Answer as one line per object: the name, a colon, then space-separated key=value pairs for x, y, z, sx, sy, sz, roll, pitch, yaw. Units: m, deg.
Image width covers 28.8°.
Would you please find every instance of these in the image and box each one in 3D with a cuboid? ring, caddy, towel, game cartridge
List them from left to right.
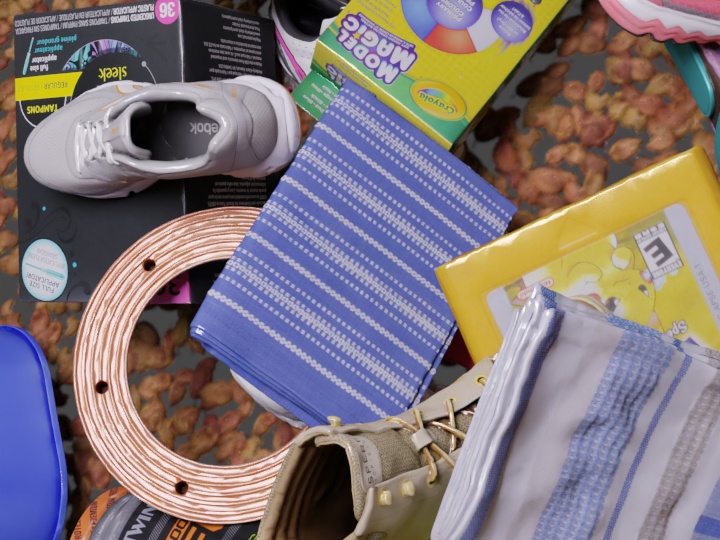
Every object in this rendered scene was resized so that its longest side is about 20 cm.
caddy: x=-0.277 y=0.136 z=1.027 sx=0.141 sy=0.104 sz=0.202 roll=-34 pitch=61 yaw=36
ring: x=-0.082 y=0.057 z=0.878 sx=0.198 sy=0.019 sz=0.203 roll=-1 pitch=74 yaw=5
towel: x=0.000 y=0.000 z=0.857 sx=0.201 sy=0.144 sz=0.024 roll=-59 pitch=12 yaw=-24
towel: x=0.142 y=0.103 z=0.746 sx=0.024 sy=0.198 sz=0.148 roll=34 pitch=103 yaw=63
game cartridge: x=0.161 y=0.054 z=0.823 sx=0.175 sy=0.032 sz=0.202 roll=-25 pitch=83 yaw=13

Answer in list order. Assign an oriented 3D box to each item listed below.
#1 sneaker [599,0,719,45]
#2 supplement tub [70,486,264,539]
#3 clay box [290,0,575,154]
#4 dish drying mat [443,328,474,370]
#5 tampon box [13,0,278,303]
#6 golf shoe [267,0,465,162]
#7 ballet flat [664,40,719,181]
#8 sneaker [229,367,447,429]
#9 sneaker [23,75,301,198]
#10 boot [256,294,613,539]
sneaker: x=0.244 y=-0.172 z=0.837 sx=0.198 sy=0.087 sz=0.074 roll=9 pitch=50 yaw=-10
supplement tub: x=-0.083 y=0.203 z=0.886 sx=0.198 sy=0.122 sz=0.124 roll=7 pitch=74 yaw=29
clay box: x=0.054 y=-0.160 z=0.943 sx=0.114 sy=0.048 sz=0.201 roll=37 pitch=69 yaw=4
dish drying mat: x=0.138 y=0.053 z=0.891 sx=0.199 sy=0.018 sz=0.077 roll=24 pitch=86 yaw=32
tampon box: x=-0.149 y=-0.079 z=0.994 sx=0.148 sy=0.126 sz=0.203 roll=-1 pitch=92 yaw=28
golf shoe: x=-0.003 y=-0.135 z=0.990 sx=0.072 sy=0.093 sz=0.200 roll=-36 pitch=57 yaw=-18
ballet flat: x=0.244 y=-0.099 z=0.875 sx=0.070 sy=0.069 sz=0.202 roll=-13 pitch=63 yaw=1
sneaker: x=-0.013 y=0.076 z=0.927 sx=0.199 sy=0.081 sz=0.076 roll=19 pitch=82 yaw=33
sneaker: x=-0.141 y=-0.086 z=0.867 sx=0.198 sy=0.092 sz=0.077 roll=-7 pitch=91 yaw=28
boot: x=0.044 y=0.090 z=0.760 sx=0.200 sy=0.155 sz=0.073 roll=-47 pitch=62 yaw=22
